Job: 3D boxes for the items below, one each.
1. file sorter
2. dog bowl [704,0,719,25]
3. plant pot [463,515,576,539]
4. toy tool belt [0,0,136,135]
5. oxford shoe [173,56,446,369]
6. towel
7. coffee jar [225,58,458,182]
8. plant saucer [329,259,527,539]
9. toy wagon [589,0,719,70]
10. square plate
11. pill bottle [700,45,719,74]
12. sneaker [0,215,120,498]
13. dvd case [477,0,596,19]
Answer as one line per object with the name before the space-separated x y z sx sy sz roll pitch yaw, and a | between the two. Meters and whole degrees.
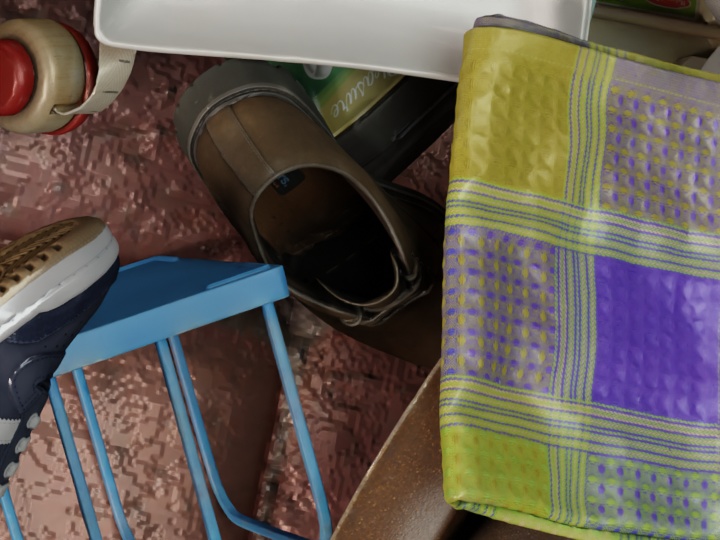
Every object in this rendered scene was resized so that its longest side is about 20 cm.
file sorter | -0.129 0.082 0.922 0.199 0.139 0.123 -18 99 -23
dog bowl | 0.217 -0.162 0.978 0.199 0.059 0.202 3 84 -28
plant pot | 0.100 0.161 0.960 0.187 0.187 0.201 35 62 -19
toy tool belt | -0.173 -0.149 0.907 0.123 0.124 0.201 -9 89 -51
oxford shoe | 0.000 0.000 0.954 0.073 0.085 0.200 -42 135 11
towel | 0.094 0.005 0.902 0.143 0.023 0.201 15 71 -28
coffee jar | -0.033 -0.129 0.996 0.104 0.085 0.200 -43 105 -10
plant saucer | 0.048 0.069 0.970 0.037 0.201 0.201 33 74 10
toy wagon | 0.118 -0.132 1.089 0.154 0.040 0.201 7 86 -23
square plate | 0.002 -0.178 0.910 0.199 0.028 0.199 5 99 -11
pill bottle | 0.247 -0.031 1.084 0.200 0.116 0.117 38 74 -30
sneaker | -0.140 0.078 0.802 0.200 0.070 0.109 -41 106 -9
dvd case | 0.017 -0.192 0.937 0.199 0.022 0.147 14 96 -10
